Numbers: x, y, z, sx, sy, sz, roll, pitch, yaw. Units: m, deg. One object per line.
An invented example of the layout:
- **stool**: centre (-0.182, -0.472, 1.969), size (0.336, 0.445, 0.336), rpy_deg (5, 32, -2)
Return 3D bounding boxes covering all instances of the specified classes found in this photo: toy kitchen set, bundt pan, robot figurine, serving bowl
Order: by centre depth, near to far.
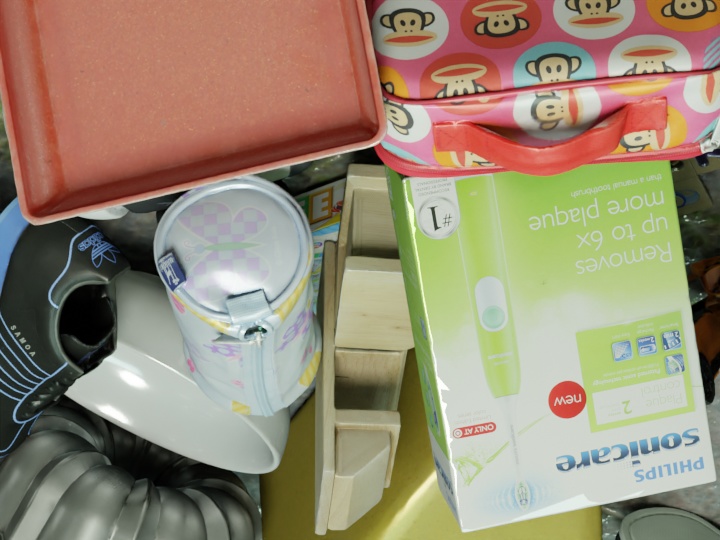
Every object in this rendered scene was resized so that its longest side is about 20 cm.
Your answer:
- **robot figurine**: centre (-0.097, -0.100, 1.440), size (0.199, 0.151, 0.125), rpy_deg (-14, 171, 14)
- **toy kitchen set**: centre (0.064, 0.067, 1.557), size (0.180, 0.164, 0.200), rpy_deg (4, 144, -4)
- **robot figurine**: centre (0.228, 0.030, 1.588), size (0.145, 0.200, 0.058), rpy_deg (-14, 102, 25)
- **serving bowl**: centre (-0.126, 0.050, 1.638), size (0.200, 0.066, 0.200), rpy_deg (25, 162, 9)
- **bundt pan**: centre (-0.151, 0.150, 1.721), size (0.201, 0.202, 0.076), rpy_deg (19, 104, -24)

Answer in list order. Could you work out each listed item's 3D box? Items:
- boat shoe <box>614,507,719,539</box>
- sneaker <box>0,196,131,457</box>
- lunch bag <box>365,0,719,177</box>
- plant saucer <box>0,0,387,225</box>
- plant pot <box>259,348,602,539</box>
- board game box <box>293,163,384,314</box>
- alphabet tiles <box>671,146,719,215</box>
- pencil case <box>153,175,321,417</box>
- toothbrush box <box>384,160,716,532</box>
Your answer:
- **boat shoe**: centre (0.259, 0.227, 1.909), size (0.200, 0.076, 0.060), rpy_deg (20, 132, -24)
- **sneaker**: centre (-0.184, 0.047, 1.518), size (0.078, 0.070, 0.200), rpy_deg (35, 135, 18)
- **lunch bag**: centre (0.099, -0.119, 1.374), size (0.199, 0.177, 0.082), rpy_deg (-4, 139, 3)
- **plant saucer**: centre (-0.093, -0.138, 1.359), size (0.199, 0.200, 0.037), rpy_deg (-13, 172, 13)
- **plant pot**: centre (0.059, 0.153, 1.722), size (0.194, 0.196, 0.200), rpy_deg (13, 135, -17)
- **board game box**: centre (0.000, 0.000, 1.634), size (0.200, 0.034, 0.134), rpy_deg (-19, 139, 25)
- **alphabet tiles**: centre (0.123, -0.069, 1.579), size (0.199, 0.006, 0.167), rpy_deg (-16, 140, 18)
- **pencil case**: centre (-0.063, 0.017, 1.454), size (0.083, 0.091, 0.200), rpy_deg (-28, 165, -8)
- **toothbrush box**: centre (0.103, 0.025, 1.438), size (0.145, 0.086, 0.201), rpy_deg (-10, 104, -5)
